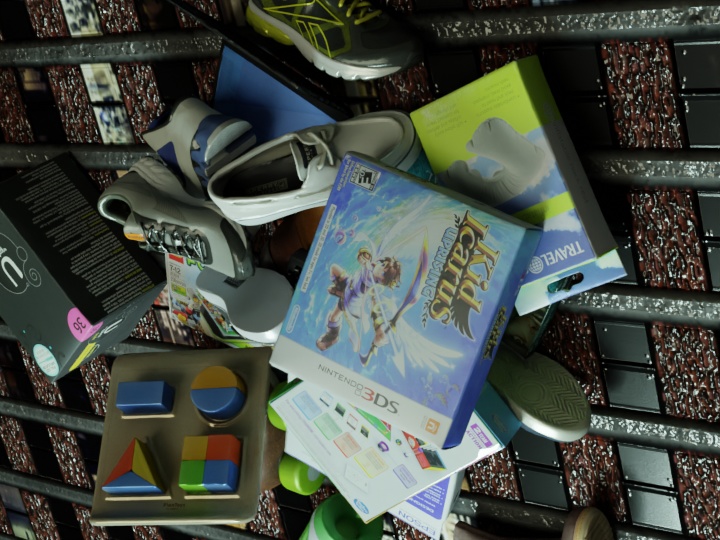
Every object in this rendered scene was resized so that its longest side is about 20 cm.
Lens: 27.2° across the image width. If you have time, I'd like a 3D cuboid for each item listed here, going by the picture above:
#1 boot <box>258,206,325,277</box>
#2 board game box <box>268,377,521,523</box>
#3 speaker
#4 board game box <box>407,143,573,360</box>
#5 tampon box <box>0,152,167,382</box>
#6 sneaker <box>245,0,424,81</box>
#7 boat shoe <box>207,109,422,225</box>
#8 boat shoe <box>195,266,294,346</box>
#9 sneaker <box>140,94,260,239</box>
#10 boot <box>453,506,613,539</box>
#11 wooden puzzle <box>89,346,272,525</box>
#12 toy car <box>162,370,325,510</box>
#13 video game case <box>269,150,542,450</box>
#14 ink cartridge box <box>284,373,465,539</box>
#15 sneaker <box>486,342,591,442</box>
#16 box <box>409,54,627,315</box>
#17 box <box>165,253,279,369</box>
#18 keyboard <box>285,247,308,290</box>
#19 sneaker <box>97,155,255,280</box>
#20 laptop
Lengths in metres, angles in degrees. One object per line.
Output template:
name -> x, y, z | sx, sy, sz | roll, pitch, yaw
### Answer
boot -> 0.000, 0.000, 1.441 | 0.189, 0.068, 0.200 | 56, 144, 10
board game box -> 0.028, 0.132, 1.376 | 0.200, 0.040, 0.153 | -35, 95, 40
speaker -> -0.041, 0.332, 1.674 | 0.088, 0.088, 0.200 | 43, 137, 15
board game box -> 0.101, -0.027, 1.364 | 0.200, 0.028, 0.136 | 38, 135, 21
tampon box -> -0.351, -0.003, 1.735 | 0.200, 0.126, 0.150 | 50, 139, 7
sneaker -> -0.028, -0.232, 1.327 | 0.199, 0.074, 0.085 | 26, 129, 31
boat shoe -> -0.043, -0.098, 1.334 | 0.199, 0.066, 0.072 | -15, 74, 14
boat shoe -> -0.103, 0.042, 1.473 | 0.066, 0.070, 0.200 | 53, 165, -28
sneaker -> -0.161, -0.109, 1.520 | 0.115, 0.080, 0.200 | 42, 151, 28
boot -> 0.159, 0.285, 1.464 | 0.166, 0.072, 0.201 | 23, 132, 30
wooden puzzle -> -0.189, 0.166, 1.548 | 0.184, 0.201, 0.046 | -4, 150, 17
toy car -> -0.165, 0.201, 1.626 | 0.164, 0.200, 0.159 | 13, 122, 38
video game case -> 0.035, 0.024, 1.267 | 0.181, 0.045, 0.201 | 24, 100, 24
ink cartridge box -> 0.014, 0.170, 1.502 | 0.197, 0.043, 0.200 | 29, 148, 14
sneaker -> 0.131, 0.117, 1.398 | 0.200, 0.075, 0.085 | 32, 140, 34
box -> 0.133, -0.066, 1.267 | 0.122, 0.048, 0.201 | -23, 89, 38
box -> -0.129, 0.032, 1.614 | 0.199, 0.035, 0.111 | 22, 127, 33
keyboard -> 0.001, 0.040, 1.389 | 0.199, 0.040, 0.105 | 25, 130, 29
sneaker -> -0.177, -0.038, 1.453 | 0.200, 0.079, 0.074 | 30, 142, 34
laptop -> -0.105, -0.158, 1.424 | 0.177, 0.200, 0.104 | 35, 97, 22
